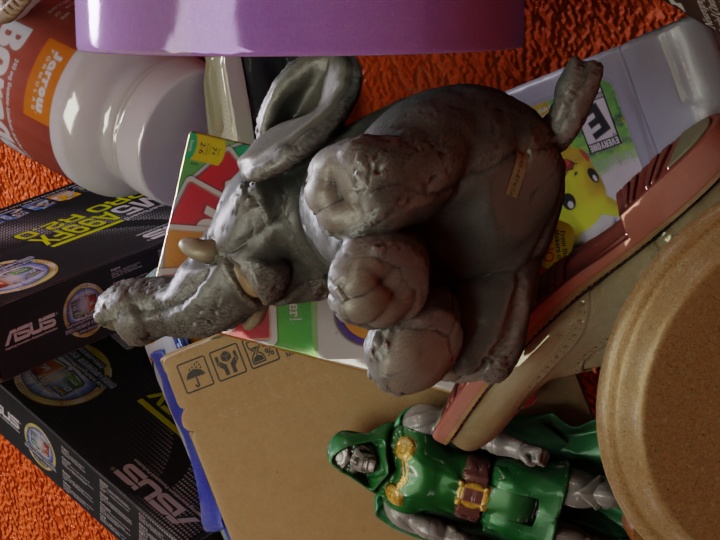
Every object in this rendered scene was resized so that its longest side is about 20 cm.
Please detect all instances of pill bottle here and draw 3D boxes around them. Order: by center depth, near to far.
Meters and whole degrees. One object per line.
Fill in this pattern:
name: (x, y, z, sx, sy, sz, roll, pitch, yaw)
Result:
pill bottle: (-0.167, -0.113, 1.089, 0.199, 0.112, 0.113, 27, 125, 36)

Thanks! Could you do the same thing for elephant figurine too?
elephant figurine: (-0.013, -0.028, 0.800, 0.199, 0.154, 0.143, 17, 110, 54)

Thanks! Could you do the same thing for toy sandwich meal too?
toy sandwich meal: (0.182, 0.050, 0.772, 0.070, 0.203, 0.207, -131, 33, -69)

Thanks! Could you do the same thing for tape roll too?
tape roll: (-0.027, -0.131, 0.788, 0.199, 0.199, 0.066, 10, 104, 44)

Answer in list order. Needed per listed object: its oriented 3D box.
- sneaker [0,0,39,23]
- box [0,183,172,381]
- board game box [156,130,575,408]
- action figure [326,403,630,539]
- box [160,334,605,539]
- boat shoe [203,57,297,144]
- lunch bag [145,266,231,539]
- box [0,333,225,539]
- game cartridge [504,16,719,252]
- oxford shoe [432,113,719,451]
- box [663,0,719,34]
sneaker: (-0.154, -0.227, 1.025, 0.070, 0.108, 0.200, 48, 132, 15)
box: (-0.189, -0.001, 1.085, 0.159, 0.199, 0.045, 12, 117, 44)
board game box: (0.000, 0.000, 0.880, 0.198, 0.030, 0.096, 13, 90, 8)
action figure: (0.079, 0.112, 0.867, 0.198, 0.055, 0.119, 14, 101, 10)
box: (0.017, 0.085, 0.908, 0.199, 0.021, 0.165, -21, 93, 9)
boat shoe: (-0.055, -0.155, 0.998, 0.072, 0.067, 0.202, 174, 90, -73)
lunch bag: (-0.031, 0.068, 0.986, 0.075, 0.159, 0.201, -21, 93, 59)
box: (-0.110, 0.090, 1.079, 0.200, 0.160, 0.045, 35, 135, 32)
game cartridge: (0.117, -0.036, 0.883, 0.199, 0.040, 0.134, -19, 97, 49)
oxford shoe: (0.113, 0.024, 0.803, 0.074, 0.071, 0.200, 42, 113, -5)
box: (0.132, -0.164, 0.747, 0.200, 0.100, 0.075, 39, 89, 31)
